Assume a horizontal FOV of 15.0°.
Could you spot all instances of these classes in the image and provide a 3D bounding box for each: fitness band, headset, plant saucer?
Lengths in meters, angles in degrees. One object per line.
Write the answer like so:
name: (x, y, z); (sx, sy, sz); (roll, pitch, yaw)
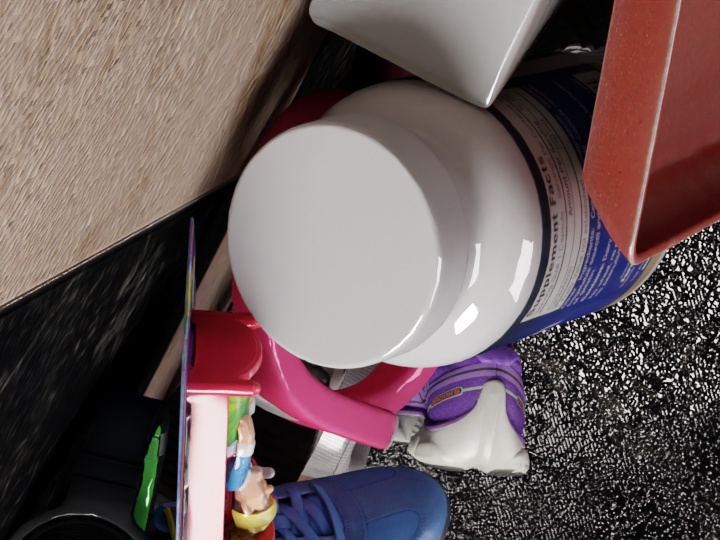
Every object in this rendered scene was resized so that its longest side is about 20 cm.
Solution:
fitness band: (0.000, 0.000, 1.199); (0.200, 0.037, 0.144); (29, 80, -62)
headset: (-0.122, 0.137, 1.052); (0.124, 0.094, 0.200); (101, 1, -55)
plant saucer: (0.146, -0.119, 1.097); (0.200, 0.037, 0.201); (-24, 127, -61)

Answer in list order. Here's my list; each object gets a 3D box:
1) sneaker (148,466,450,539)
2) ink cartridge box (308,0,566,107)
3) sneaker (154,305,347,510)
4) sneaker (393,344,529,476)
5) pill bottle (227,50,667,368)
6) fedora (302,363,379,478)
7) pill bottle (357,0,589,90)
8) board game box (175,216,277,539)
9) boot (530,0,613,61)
sneaker: (-0.048, 0.128, 1.230); (0.200, 0.066, 0.079); (-19, 144, -17)
ink cartridge box: (0.068, -0.172, 1.103); (0.147, 0.083, 0.200); (-65, 175, 27)
sneaker: (-0.034, 0.037, 1.301); (0.200, 0.074, 0.089); (-62, 174, 9)
sneaker: (0.059, 0.060, 1.476); (0.200, 0.080, 0.084); (-161, -99, -79)
pill bottle: (0.039, -0.024, 1.106); (0.200, 0.116, 0.116); (-16, 137, -57)
fedora: (-0.022, 0.052, 1.435); (0.177, 0.090, 0.200); (-63, 176, 15)
pill bottle: (0.066, -0.103, 1.349); (0.200, 0.114, 0.114); (-64, 176, 22)
board game box: (-0.051, 0.071, 1.078); (0.200, 0.039, 0.159); (104, -12, -76)
boot: (0.135, -0.073, 1.289); (0.070, 0.199, 0.132); (-98, 177, -53)
